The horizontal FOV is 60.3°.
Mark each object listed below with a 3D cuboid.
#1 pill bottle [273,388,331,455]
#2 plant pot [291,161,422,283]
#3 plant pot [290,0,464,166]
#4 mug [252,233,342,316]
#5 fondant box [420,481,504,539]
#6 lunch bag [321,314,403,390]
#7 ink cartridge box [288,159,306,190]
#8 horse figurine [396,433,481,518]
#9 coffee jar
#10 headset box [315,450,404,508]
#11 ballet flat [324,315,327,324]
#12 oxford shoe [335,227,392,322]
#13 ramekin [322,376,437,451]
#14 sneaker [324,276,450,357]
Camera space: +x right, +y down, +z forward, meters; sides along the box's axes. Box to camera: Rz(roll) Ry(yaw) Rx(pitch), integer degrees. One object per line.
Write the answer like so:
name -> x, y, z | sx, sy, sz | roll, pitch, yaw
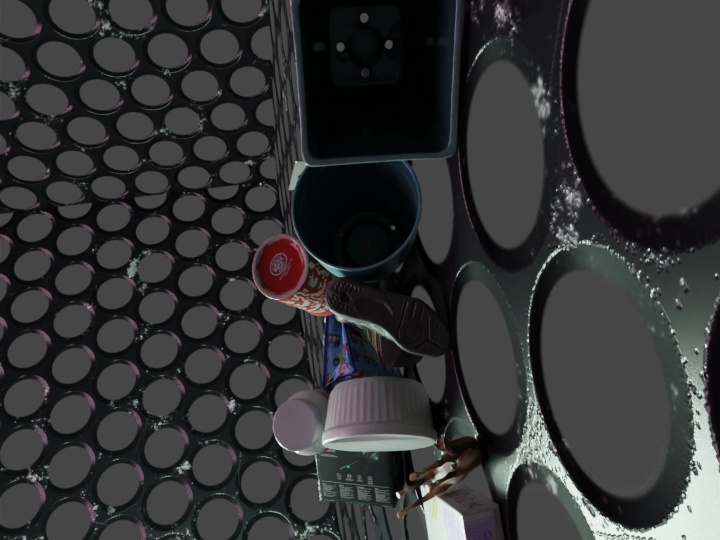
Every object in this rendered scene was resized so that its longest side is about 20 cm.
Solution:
pill bottle -> -0.083, 0.279, 1.150 | 0.199, 0.109, 0.116 | 25, -127, -70
plant pot -> 0.005, -0.070, 0.993 | 0.188, 0.194, 0.206 | 67, -169, -71
plant pot -> 0.014, -0.268, 0.794 | 0.202, 0.189, 0.201 | -99, 6, -61
mug -> -0.104, -0.015, 1.113 | 0.199, 0.129, 0.184 | 21, -113, -70
fondant box -> 0.147, 0.389, 0.874 | 0.200, 0.056, 0.149 | 142, 119, -76
lunch bag -> -0.003, 0.139, 1.232 | 0.093, 0.148, 0.205 | -31, 52, 34
ink cartridge box -> -0.047, -0.205, 1.155 | 0.200, 0.170, 0.046 | 148, 113, -77
horse figurine -> 0.115, 0.271, 0.849 | 0.050, 0.130, 0.202 | 53, 148, 24
coffee jar -> 0.052, 0.097, 1.084 | 0.200, 0.082, 0.108 | -143, 50, -76
headset box -> -0.004, 0.372, 1.294 | 0.093, 0.169, 0.207 | -39, -56, -67
ballet flat -> -0.038, 0.100, 1.391 | 0.069, 0.068, 0.200 | 53, -151, -5
oxford shoe -> 0.000, 0.000, 1.122 | 0.204, 0.070, 0.073 | -63, 10, -23
ramekin -> 0.031, 0.244, 1.045 | 0.203, 0.195, 0.097 | 109, 162, -66
sneaker -> 0.047, 0.068, 0.942 | 0.114, 0.194, 0.078 | 19, -89, -79
